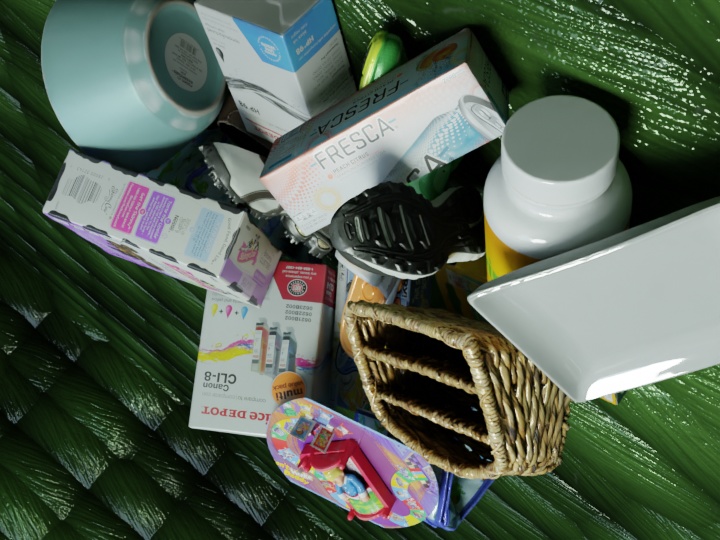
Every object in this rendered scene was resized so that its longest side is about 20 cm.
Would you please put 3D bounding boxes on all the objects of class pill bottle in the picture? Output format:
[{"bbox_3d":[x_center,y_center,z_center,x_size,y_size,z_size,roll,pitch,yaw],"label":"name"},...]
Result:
[{"bbox_3d":[0.152,-0.035,0.706,0.110,0.111,0.201,29,155,27],"label":"pill bottle"}]

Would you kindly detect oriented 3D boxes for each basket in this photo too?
[{"bbox_3d":[0.078,0.116,0.848,0.148,0.145,0.199,9,-176,-37],"label":"basket"}]

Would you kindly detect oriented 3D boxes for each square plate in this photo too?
[{"bbox_3d":[0.209,0.026,0.671,0.196,0.029,0.200,-23,139,27],"label":"square plate"}]

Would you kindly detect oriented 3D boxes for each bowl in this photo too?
[{"bbox_3d":[-0.211,-0.208,0.925,0.104,0.202,0.202,-6,132,35],"label":"bowl"}]

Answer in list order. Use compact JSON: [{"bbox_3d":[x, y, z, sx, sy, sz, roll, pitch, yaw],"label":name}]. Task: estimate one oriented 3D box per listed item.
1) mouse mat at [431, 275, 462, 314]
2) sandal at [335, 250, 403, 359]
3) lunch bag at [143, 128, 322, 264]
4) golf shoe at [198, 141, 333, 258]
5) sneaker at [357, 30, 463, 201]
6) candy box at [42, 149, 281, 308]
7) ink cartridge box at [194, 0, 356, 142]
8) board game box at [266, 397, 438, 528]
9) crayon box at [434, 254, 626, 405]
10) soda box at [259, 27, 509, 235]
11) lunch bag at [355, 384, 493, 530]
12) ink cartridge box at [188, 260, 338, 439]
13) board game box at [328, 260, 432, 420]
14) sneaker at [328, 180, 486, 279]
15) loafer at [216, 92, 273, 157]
[{"bbox_3d":[0.041,-0.023,1.050,0.160,0.008,0.201,17,148,45],"label":"mouse mat"},{"bbox_3d":[0.005,0.004,0.948,0.079,0.059,0.209,35,118,42],"label":"sandal"},{"bbox_3d":[-0.151,-0.073,1.114,0.200,0.128,0.169,49,157,-27],"label":"lunch bag"},{"bbox_3d":[-0.075,-0.093,0.915,0.199,0.094,0.078,30,-157,-49],"label":"golf shoe"},{"bbox_3d":[0.051,-0.122,0.794,0.082,0.075,0.201,-3,133,19],"label":"sneaker"},{"bbox_3d":[-0.198,-0.038,0.948,0.198,0.072,0.168,19,170,12],"label":"candy box"},{"bbox_3d":[-0.067,-0.178,0.864,0.115,0.067,0.201,27,154,31],"label":"ink cartridge box"},{"bbox_3d":[-0.018,0.220,0.950,0.198,0.039,0.159,25,136,8],"label":"board game box"},{"bbox_3d":[0.171,0.040,0.893,0.199,0.052,0.126,24,152,36],"label":"crayon box"},{"bbox_3d":[0.018,-0.106,0.723,0.198,0.064,0.069,-25,120,27],"label":"soda box"},{"bbox_3d":[0.085,0.181,1.054,0.127,0.202,0.169,36,165,-35],"label":"lunch bag"},{"bbox_3d":[-0.103,0.098,1.079,0.143,0.203,0.145,5,171,11],"label":"ink cartridge box"},{"bbox_3d":[0.022,0.060,1.007,0.034,0.203,0.135,2,-177,-37],"label":"board game box"},{"bbox_3d":[0.034,-0.025,0.732,0.079,0.199,0.075,-19,82,33],"label":"sneaker"},{"bbox_3d":[-0.088,-0.112,1.004,0.200,0.071,0.073,49,153,-13],"label":"loafer"}]
